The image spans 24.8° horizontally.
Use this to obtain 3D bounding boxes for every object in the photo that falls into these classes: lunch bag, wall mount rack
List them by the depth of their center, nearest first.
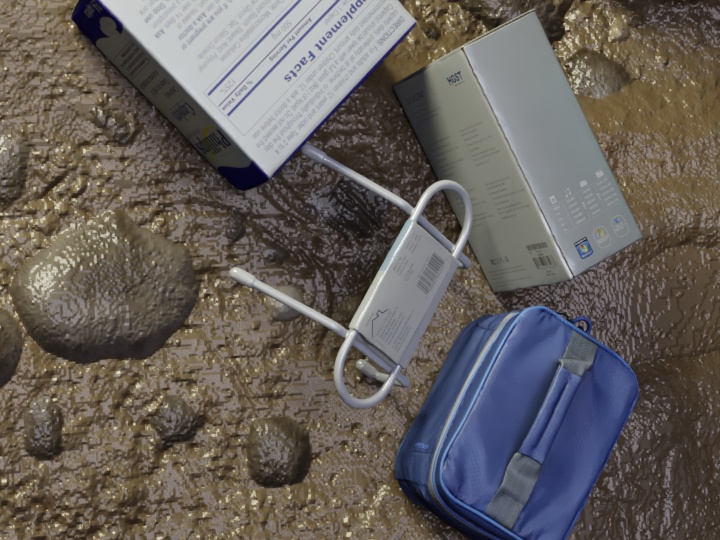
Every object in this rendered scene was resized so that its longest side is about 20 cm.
[{"bbox_3d":[0.000,0.000,1.309,0.173,0.074,0.201,39,72,-36],"label":"wall mount rack"},{"bbox_3d":[0.134,0.124,1.334,0.135,0.132,0.201,31,76,-14],"label":"lunch bag"}]

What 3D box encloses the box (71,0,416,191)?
[{"bbox_3d":[-0.093,-0.197,1.296,0.200,0.105,0.184,46,73,-10],"label":"box"}]

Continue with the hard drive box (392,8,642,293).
[{"bbox_3d":[0.124,-0.091,1.338,0.076,0.156,0.202,-29,96,-20],"label":"hard drive box"}]
